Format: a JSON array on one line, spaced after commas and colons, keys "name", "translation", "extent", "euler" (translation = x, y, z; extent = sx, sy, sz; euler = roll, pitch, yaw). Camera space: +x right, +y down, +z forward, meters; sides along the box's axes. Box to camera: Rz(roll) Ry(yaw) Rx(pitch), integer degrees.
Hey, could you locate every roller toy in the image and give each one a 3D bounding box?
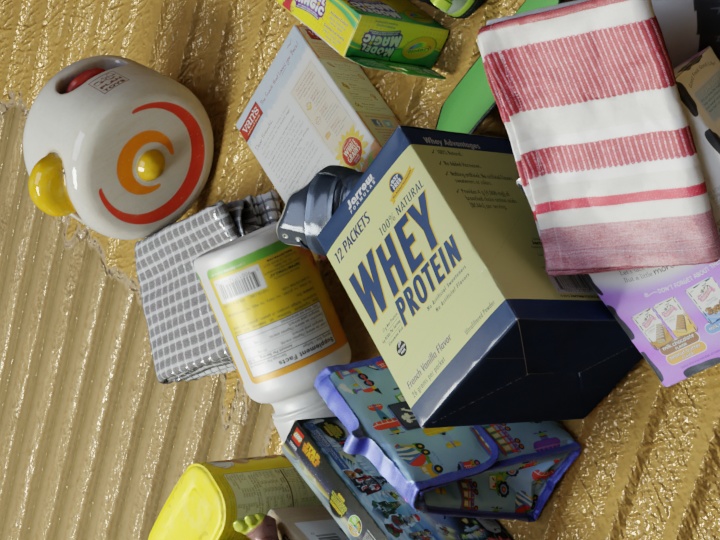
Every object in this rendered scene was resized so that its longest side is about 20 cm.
[{"name": "roller toy", "translation": [-0.260, -0.133, 1.710], "extent": [0.140, 0.200, 0.183], "euler": [29, 97, 44]}]

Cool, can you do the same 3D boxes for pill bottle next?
[{"name": "pill bottle", "translation": [-0.076, 0.060, 1.534], "extent": [0.111, 0.111, 0.201], "euler": [-17, 97, 47]}]

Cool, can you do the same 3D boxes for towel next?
[{"name": "towel", "translation": [-0.157, 0.022, 1.671], "extent": [0.200, 0.085, 0.166], "euler": [-24, 73, 45]}, {"name": "towel", "translation": [0.168, -0.092, 1.123], "extent": [0.144, 0.023, 0.201], "euler": [-6, 109, 40]}]

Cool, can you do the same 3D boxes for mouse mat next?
[{"name": "mouse mat", "translation": [0.115, -0.170, 1.349], "extent": [0.200, 0.008, 0.161], "euler": [-48, 15, 36]}]

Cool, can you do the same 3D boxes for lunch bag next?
[{"name": "lunch bag", "translation": [0.060, 0.139, 1.339], "extent": [0.151, 0.199, 0.094], "euler": [50, 125, 35]}]

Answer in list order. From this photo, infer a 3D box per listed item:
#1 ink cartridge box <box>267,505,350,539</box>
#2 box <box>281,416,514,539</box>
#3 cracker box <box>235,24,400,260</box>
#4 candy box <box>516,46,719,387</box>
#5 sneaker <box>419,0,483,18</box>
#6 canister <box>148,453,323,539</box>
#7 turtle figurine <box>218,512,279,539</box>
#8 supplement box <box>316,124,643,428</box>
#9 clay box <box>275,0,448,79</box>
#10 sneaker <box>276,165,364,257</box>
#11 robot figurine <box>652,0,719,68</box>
[{"name": "ink cartridge box", "translation": [0.020, 0.293, 1.410], "extent": [0.200, 0.164, 0.075], "euler": [40, 116, 40]}, {"name": "box", "translation": [0.037, 0.206, 1.412], "extent": [0.200, 0.137, 0.040], "euler": [47, 123, 37]}, {"name": "cracker box", "translation": [-0.032, -0.125, 1.552], "extent": [0.134, 0.058, 0.200], "euler": [-55, 53, 32]}, {"name": "candy box", "translation": [0.241, -0.036, 1.167], "extent": [0.168, 0.072, 0.200], "euler": [-32, 96, 45]}, {"name": "sneaker", "translation": [0.047, -0.311, 1.445], "extent": [0.072, 0.083, 0.200], "euler": [-55, 52, 32]}, {"name": "canister", "translation": [-0.089, 0.238, 1.505], "extent": [0.087, 0.199, 0.149], "euler": [53, 126, 33]}, {"name": "turtle figurine", "translation": [-0.077, 0.293, 1.347], "extent": [0.200, 0.064, 0.162], "euler": [-50, 47, 41]}, {"name": "supplement box", "translation": [0.110, 0.006, 1.285], "extent": [0.134, 0.199, 0.200], "euler": [-52, 53, 33]}, {"name": "clay box", "translation": [-0.006, -0.245, 1.481], "extent": [0.200, 0.115, 0.048], "euler": [42, 119, 39]}, {"name": "sneaker", "translation": [0.001, -0.001, 1.454], "extent": [0.146, 0.077, 0.203], "euler": [7, 114, 30]}, {"name": "robot figurine", "translation": [0.250, -0.196, 1.184], "extent": [0.200, 0.125, 0.151], "euler": [-28, 40, 44]}]
